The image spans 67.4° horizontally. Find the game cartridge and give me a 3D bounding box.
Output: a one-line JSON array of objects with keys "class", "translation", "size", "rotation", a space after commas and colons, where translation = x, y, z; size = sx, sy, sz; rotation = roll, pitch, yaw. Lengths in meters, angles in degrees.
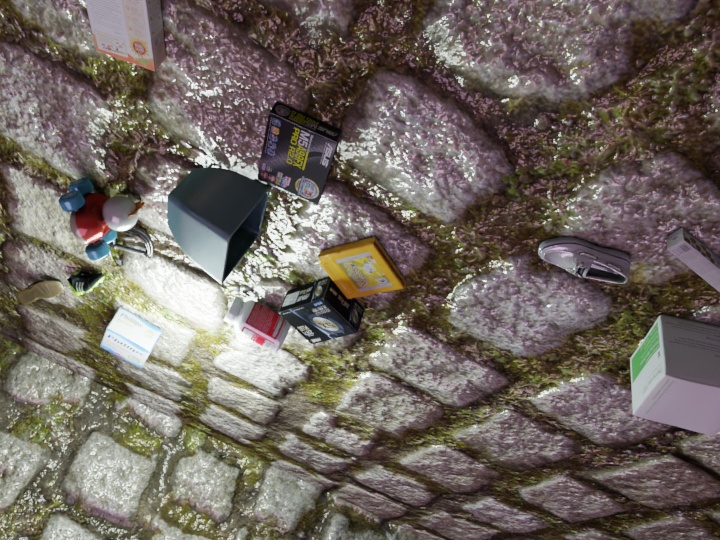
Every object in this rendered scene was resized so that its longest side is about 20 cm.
[{"class": "game cartridge", "translation": [0.000, 0.000, 1.447], "size": [0.196, 0.033, 0.177], "rotation": [-14, 130, 34]}]

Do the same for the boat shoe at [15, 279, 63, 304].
[{"class": "boat shoe", "translation": [-1.198, 0.067, 2.029], "size": [0.194, 0.066, 0.075], "rotation": [-13, 123, 10]}]

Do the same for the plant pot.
[{"class": "plant pot", "translation": [-0.365, -0.135, 1.335], "size": [0.197, 0.198, 0.197], "rotation": [30, 142, 0]}]

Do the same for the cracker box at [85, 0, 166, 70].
[{"class": "cracker box", "translation": [-0.456, -0.508, 1.043], "size": [0.130, 0.059, 0.202], "rotation": [19, 142, 1]}]

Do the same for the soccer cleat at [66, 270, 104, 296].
[{"class": "soccer cleat", "translation": [-0.968, 0.036, 1.893], "size": [0.196, 0.068, 0.082], "rotation": [-16, 117, 37]}]

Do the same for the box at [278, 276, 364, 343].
[{"class": "box", "translation": [-0.116, 0.121, 1.593], "size": [0.196, 0.088, 0.164], "rotation": [-18, 129, 37]}]

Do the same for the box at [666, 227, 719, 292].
[{"class": "box", "translation": [0.711, -0.013, 1.111], "size": [0.197, 0.039, 0.041], "rotation": [33, 141, -14]}]

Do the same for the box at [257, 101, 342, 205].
[{"class": "box", "translation": [-0.140, -0.255, 1.205], "size": [0.157, 0.045, 0.202], "rotation": [24, 141, -3]}]

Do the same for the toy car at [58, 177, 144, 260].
[{"class": "toy car", "translation": [-0.687, -0.161, 1.502], "size": [0.194, 0.178, 0.189], "rotation": [-14, 122, -2]}]

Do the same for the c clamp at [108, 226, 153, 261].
[{"class": "c clamp", "translation": [-0.722, -0.085, 1.678], "size": [0.194, 0.027, 0.174], "rotation": [10, 135, 15]}]

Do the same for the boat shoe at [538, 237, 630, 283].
[{"class": "boat shoe", "translation": [0.489, -0.020, 1.179], "size": [0.194, 0.068, 0.075], "rotation": [8, 140, 15]}]

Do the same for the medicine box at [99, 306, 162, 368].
[{"class": "medicine box", "translation": [-0.885, 0.262, 2.081], "size": [0.180, 0.105, 0.200], "rotation": [32, 141, -14]}]

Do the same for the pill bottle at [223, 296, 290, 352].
[{"class": "pill bottle", "translation": [-0.329, 0.167, 1.719], "size": [0.197, 0.114, 0.112], "rotation": [30, 140, -11]}]

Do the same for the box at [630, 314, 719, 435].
[{"class": "box", "translation": [0.773, 0.249, 1.278], "size": [0.194, 0.174, 0.202], "rotation": [12, 141, 10]}]
